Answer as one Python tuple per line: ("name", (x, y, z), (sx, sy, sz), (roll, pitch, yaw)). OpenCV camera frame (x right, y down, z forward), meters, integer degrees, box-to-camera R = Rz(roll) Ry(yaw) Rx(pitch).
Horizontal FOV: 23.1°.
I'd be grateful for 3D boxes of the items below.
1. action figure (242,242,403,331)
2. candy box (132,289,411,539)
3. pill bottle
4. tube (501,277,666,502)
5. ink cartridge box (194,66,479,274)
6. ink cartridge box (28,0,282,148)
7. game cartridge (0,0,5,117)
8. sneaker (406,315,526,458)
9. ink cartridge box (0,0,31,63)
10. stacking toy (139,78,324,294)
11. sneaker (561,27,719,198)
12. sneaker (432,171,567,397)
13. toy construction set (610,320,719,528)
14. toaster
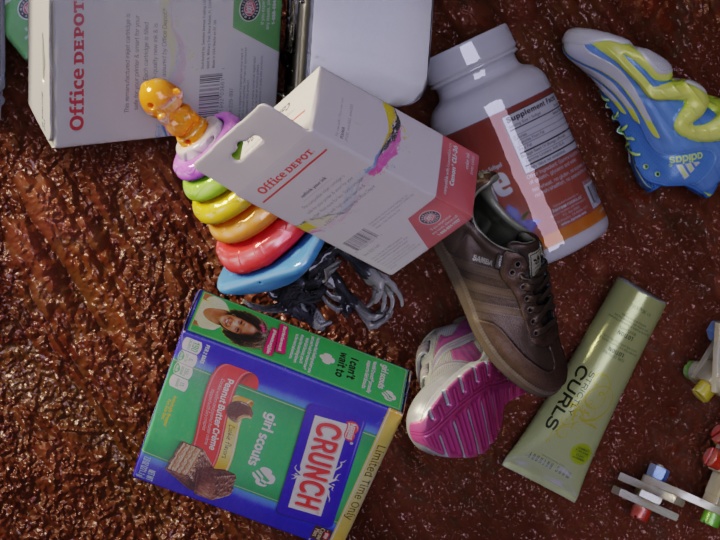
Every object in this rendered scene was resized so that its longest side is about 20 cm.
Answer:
("action figure", (0.000, 0.000, 1.529), (0.199, 0.119, 0.103), (-35, 90, -6))
("candy box", (-0.077, 0.132, 1.517), (0.198, 0.077, 0.170), (20, 122, -5))
("pill bottle", (0.128, -0.105, 1.530), (0.111, 0.112, 0.202), (-25, 94, -2))
("tube", (0.208, 0.106, 1.582), (0.058, 0.052, 0.201), (33, 98, 35))
("ink cartridge box", (-0.019, -0.085, 1.393), (0.199, 0.116, 0.068), (27, 52, -25))
("ink cartridge box", (-0.173, -0.192, 1.465), (0.198, 0.088, 0.147), (-9, 123, -23))
("game cartridge", (-0.358, -0.229, 1.468), (0.132, 0.041, 0.202), (22, 126, 23))
("sneaker", (0.083, 0.097, 1.517), (0.087, 0.200, 0.082), (5, 113, 29))
("ink cartridge box", (-0.291, -0.300, 1.505), (0.146, 0.083, 0.200), (-40, 95, 0))
("stacking toy", (-0.115, -0.085, 1.454), (0.200, 0.115, 0.110), (48, 46, -28))
("sneaker", (0.251, -0.132, 1.554), (0.199, 0.076, 0.106), (28, 92, -6))
("sneaker", (0.125, 0.011, 1.463), (0.075, 0.070, 0.201), (-29, 96, 41))
("toy construction set", (0.316, 0.149, 1.568), (0.130, 0.092, 0.201), (25, 100, -29))
("toaster", (-0.006, -0.228, 1.480), (0.117, 0.181, 0.202), (3, 96, -6))
